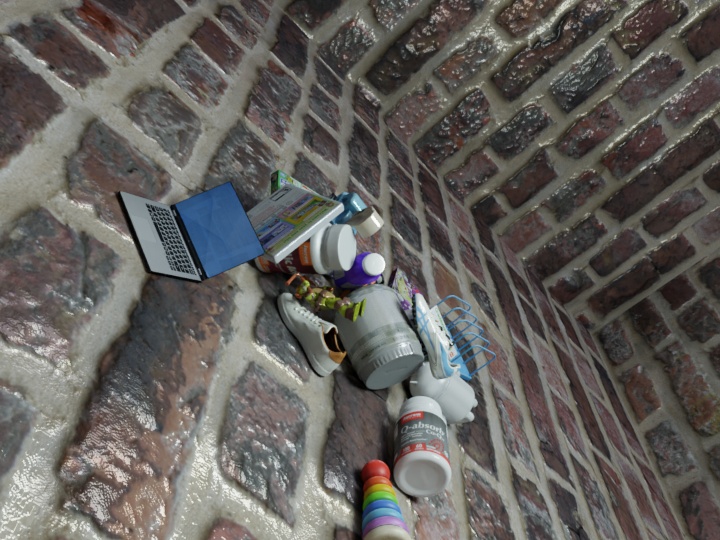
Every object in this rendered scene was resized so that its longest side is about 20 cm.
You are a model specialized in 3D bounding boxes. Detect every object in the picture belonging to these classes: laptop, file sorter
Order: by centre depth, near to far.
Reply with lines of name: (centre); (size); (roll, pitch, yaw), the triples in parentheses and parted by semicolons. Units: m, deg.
laptop: (-0.313, -0.087, 1.343); (0.200, 0.116, 0.188); (17, 39, -56)
file sorter: (0.287, 0.193, 2.106); (0.139, 0.123, 0.201); (28, 31, -45)

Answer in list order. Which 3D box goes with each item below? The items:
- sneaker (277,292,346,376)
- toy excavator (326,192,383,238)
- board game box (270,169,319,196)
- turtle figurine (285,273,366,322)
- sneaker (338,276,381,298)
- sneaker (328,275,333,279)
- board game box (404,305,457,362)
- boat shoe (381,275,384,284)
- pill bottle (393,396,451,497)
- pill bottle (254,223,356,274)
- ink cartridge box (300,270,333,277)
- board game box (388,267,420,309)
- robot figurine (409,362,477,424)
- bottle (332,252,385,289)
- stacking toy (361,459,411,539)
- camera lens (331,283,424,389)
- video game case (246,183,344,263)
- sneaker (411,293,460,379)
sneaker: (-0.095, 0.115, 1.502); (0.200, 0.085, 0.073); (55, 22, 17)
toy excavator: (-0.016, -0.120, 1.614); (0.100, 0.200, 0.195); (49, 38, -19)
board game box: (-0.128, -0.132, 1.678); (0.200, 0.029, 0.135); (29, 46, -41)
turtle figurine: (-0.076, 0.060, 1.521); (0.161, 0.065, 0.200); (20, -1, 15)
sneaker: (-0.017, 0.054, 1.783); (0.077, 0.112, 0.200); (38, -13, 2)
sneaker: (-0.085, -0.060, 1.763); (0.200, 0.077, 0.140); (59, 12, -29)
board game box: (0.123, 0.155, 1.700); (0.035, 0.200, 0.127); (-32, 103, -40)
boat shoe: (0.035, 0.023, 1.959); (0.074, 0.063, 0.202); (36, 24, -30)
pill bottle: (0.126, 0.361, 1.502); (0.116, 0.116, 0.200); (44, 21, -18)
pill bottle: (-0.118, -0.049, 1.535); (0.114, 0.199, 0.115); (1, 90, -67)
ink cartridge box: (-0.152, -0.053, 1.686); (0.117, 0.067, 0.200); (13, 41, -59)
board game box: (0.129, 0.075, 2.112); (0.120, 0.032, 0.200); (51, 20, -12)
robot figurine: (0.199, 0.297, 1.760); (0.200, 0.113, 0.170); (42, 46, -24)
bottle: (0.000, 0.000, 1.591); (0.200, 0.083, 0.066); (155, -74, -72)
stacking toy: (0.037, 0.419, 1.286); (0.085, 0.085, 0.200); (42, 17, -23)
camera lens: (0.036, 0.143, 1.617); (0.160, 0.160, 0.201); (21, 36, -53)
video game case: (-0.164, -0.103, 1.507); (0.182, 0.200, 0.022); (23, -38, 40)
sneaker: (0.162, 0.140, 1.589); (0.072, 0.072, 0.201); (-77, 146, -85)
